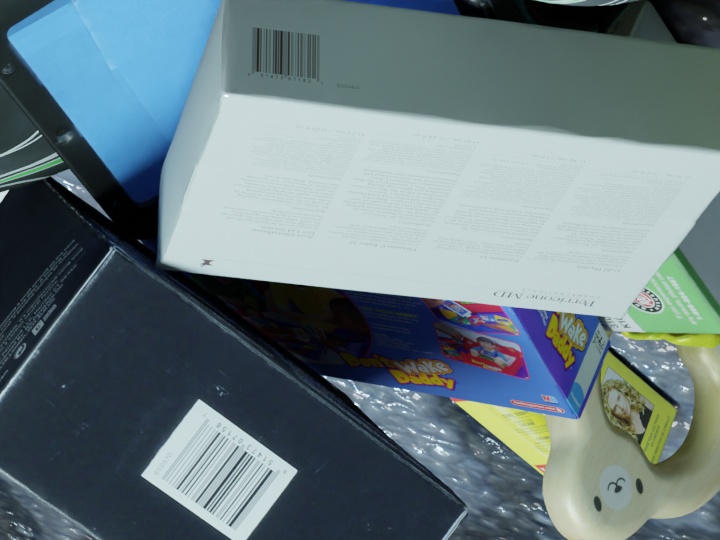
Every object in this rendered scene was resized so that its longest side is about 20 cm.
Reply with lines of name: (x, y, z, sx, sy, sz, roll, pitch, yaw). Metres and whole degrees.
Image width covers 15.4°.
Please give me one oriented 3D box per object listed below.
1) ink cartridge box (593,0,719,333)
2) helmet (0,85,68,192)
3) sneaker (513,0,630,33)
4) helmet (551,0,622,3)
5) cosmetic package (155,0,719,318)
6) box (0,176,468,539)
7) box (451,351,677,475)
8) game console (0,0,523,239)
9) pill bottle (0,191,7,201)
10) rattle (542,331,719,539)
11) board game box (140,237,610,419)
ink cartridge box: (0.069, -0.044, 1.232, 0.199, 0.085, 0.146, -1, 142, 40)
helmet: (-0.147, -0.136, 1.130, 0.200, 0.201, 0.190, 37, 125, -23)
sneaker: (0.066, -0.128, 1.089, 0.071, 0.080, 0.200, 35, 151, -20)
helmet: (0.075, -0.183, 0.874, 0.200, 0.201, 0.191, 35, 134, -19)
cosmetic package: (0.030, -0.041, 1.033, 0.199, 0.052, 0.151, 6, 152, -12)
box: (-0.081, 0.065, 1.167, 0.200, 0.104, 0.182, 38, 180, -21)
box: (0.074, 0.043, 1.416, 0.200, 0.050, 0.075, 40, 148, -28)
game console: (-0.028, -0.070, 1.054, 0.175, 0.117, 0.200, 23, 164, 26)
pill bottle: (-0.246, -0.106, 1.346, 0.112, 0.113, 0.200, -9, 137, 47)
rattle: (0.155, 0.085, 1.262, 0.142, 0.201, 0.130, 0, 144, 39)
board game box: (0.000, 0.000, 1.223, 0.199, 0.045, 0.135, 9, 149, 31)
